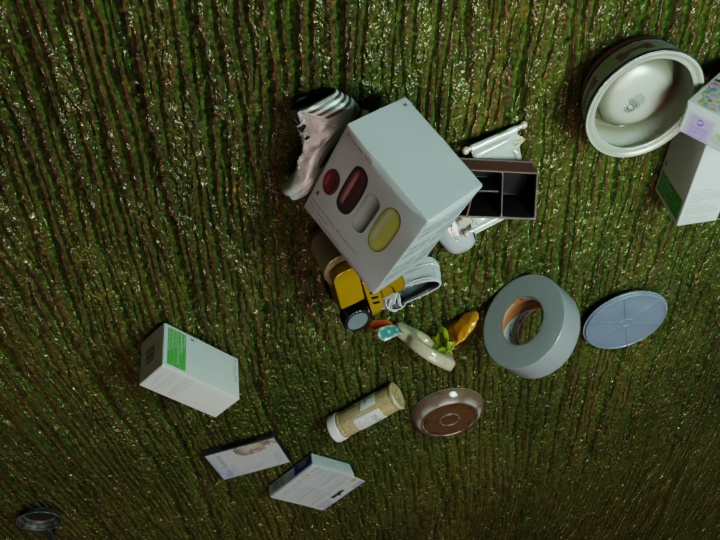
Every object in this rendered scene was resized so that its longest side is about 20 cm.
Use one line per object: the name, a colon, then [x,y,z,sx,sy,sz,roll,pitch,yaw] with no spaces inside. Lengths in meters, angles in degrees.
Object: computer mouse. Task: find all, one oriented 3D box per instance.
computer mouse: [0.169,-0.089,1.360,0.108,0.045,0.201,-26,135,14]

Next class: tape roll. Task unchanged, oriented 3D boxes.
tape roll: [0.350,0.115,1.498,0.199,0.204,0.065,-38,132,27]

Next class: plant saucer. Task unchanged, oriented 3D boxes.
plant saucer: [0.226,0.373,1.869,0.194,0.033,0.203,-7,137,-7]

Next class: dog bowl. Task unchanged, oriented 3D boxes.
dog bowl: [0.451,-0.289,1.191,0.194,0.075,0.203,-7,138,-6]

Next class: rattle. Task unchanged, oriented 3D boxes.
rattle: [0.136,0.114,1.552,0.197,0.131,0.144,33,115,-6]

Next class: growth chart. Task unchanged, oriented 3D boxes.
growth chart: [0.232,-0.155,1.291,0.141,0.018,0.203,-19,132,-9]

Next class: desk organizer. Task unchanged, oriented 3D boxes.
desk organizer: [0.205,-0.138,1.228,0.194,0.078,0.073,1,129,-12]

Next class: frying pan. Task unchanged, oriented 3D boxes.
frying pan: [-0.838,0.681,1.959,0.112,0.031,0.191,-21,140,10]

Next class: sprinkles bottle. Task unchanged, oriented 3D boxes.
sprinkles bottle: [0.012,0.345,1.764,0.197,0.069,0.068,-31,134,20]

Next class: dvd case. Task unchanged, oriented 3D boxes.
dvd case: [-0.291,0.480,1.877,0.194,0.018,0.144,-16,138,5]

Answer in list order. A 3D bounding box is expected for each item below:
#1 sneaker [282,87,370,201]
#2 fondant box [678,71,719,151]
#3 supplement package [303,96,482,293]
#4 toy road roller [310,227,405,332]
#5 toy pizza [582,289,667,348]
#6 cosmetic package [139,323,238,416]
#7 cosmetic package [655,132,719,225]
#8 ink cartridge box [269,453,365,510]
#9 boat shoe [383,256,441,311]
sneaker: [-0.086,-0.211,1.169,0.114,0.076,0.201,33,114,-27]
fondant box: [0.618,-0.256,1.145,0.198,0.143,0.059,-36,148,-28]
supplement package: [0.045,-0.116,1.142,0.146,0.192,0.201,-32,165,-39]
toy road roller: [0.000,0.000,1.368,0.143,0.124,0.202,-25,138,-6]
toy pizza: [0.605,0.109,1.673,0.194,0.032,0.203,-6,138,-5]
cosmetic package: [-0.350,0.209,1.502,0.084,0.109,0.198,-36,134,25]
cosmetic package: [0.608,-0.194,1.300,0.082,0.109,0.203,-8,136,-2]
ink cartridge box: [-0.119,0.587,2.010,0.198,0.041,0.199,28,124,-35]
boat shoe: [0.074,0.045,1.461,0.195,0.070,0.073,-22,137,10]
